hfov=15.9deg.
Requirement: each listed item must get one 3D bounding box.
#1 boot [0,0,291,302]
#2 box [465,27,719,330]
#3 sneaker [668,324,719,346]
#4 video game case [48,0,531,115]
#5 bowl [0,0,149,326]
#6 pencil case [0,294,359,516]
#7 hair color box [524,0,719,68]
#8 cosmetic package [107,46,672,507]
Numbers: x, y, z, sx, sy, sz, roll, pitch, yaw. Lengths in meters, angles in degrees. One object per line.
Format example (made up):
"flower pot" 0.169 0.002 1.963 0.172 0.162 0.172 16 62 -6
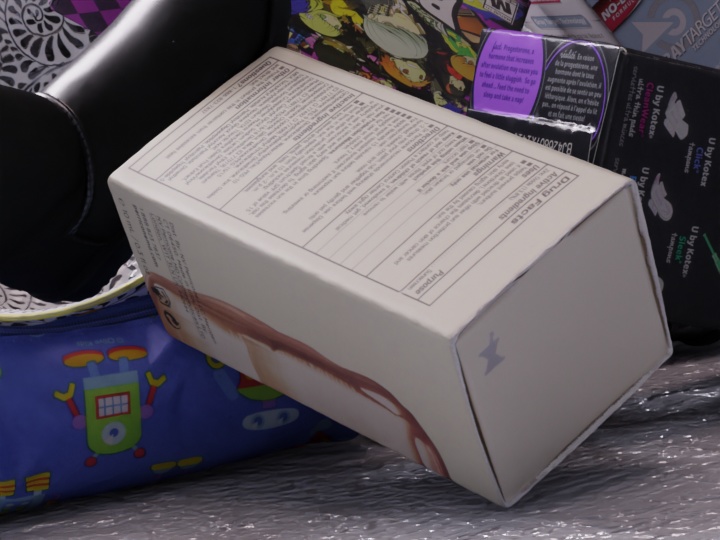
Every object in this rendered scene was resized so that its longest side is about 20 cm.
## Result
"boot" -0.129 -0.060 1.027 0.199 0.073 0.162 -52 -26 19
"box" 0.150 -0.030 1.090 0.199 0.107 0.122 9 5 -27
"sneaker" 0.111 0.002 1.295 0.113 0.076 0.200 -8 7 -23
"video game case" -0.025 -0.122 1.181 0.199 0.036 0.182 28 31 -3
"bowl" -0.137 -0.045 1.213 0.199 0.202 0.094 -7 -30 8
"pencil case" -0.092 0.048 1.083 0.199 0.088 0.078 -12 18 -23
"hair color box" 0.153 -0.098 1.269 0.061 0.200 0.099 -45 16 -10
"cosmetic package" 0.009 -0.003 0.985 0.103 0.088 0.199 -38 40 -25
